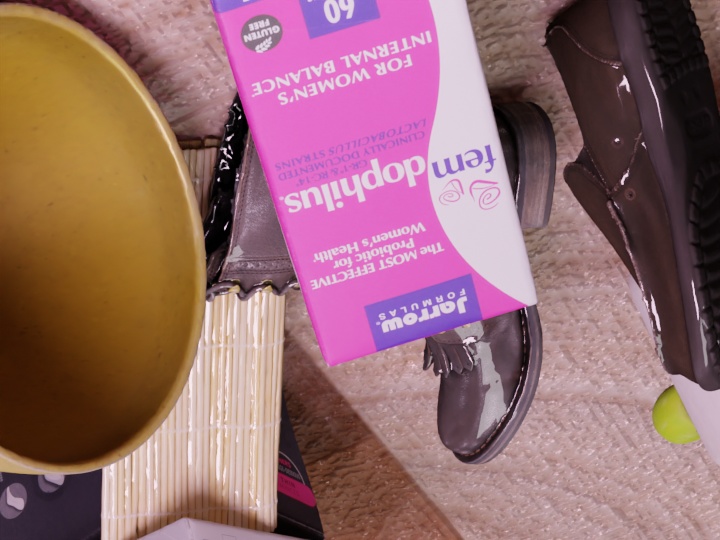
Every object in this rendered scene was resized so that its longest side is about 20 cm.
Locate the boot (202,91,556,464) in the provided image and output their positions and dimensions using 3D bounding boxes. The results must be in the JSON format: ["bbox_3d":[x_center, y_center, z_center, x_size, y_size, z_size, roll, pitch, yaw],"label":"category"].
[{"bbox_3d":[0.000,0.000,1.354,0.174,0.069,0.200,-2,105,-26],"label":"boot"}]

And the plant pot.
[{"bbox_3d":[-0.185,-0.004,1.228,0.142,0.200,0.200,-11,155,37],"label":"plant pot"}]

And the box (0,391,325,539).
[{"bbox_3d":[-0.139,0.130,1.486,0.200,0.106,0.122,-34,143,23],"label":"box"}]

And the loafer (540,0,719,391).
[{"bbox_3d":[0.136,-0.040,1.324,0.071,0.200,0.073,-12,180,38],"label":"loafer"}]

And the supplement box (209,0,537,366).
[{"bbox_3d":[0.001,-0.074,1.209,0.101,0.103,0.200,-18,128,-1],"label":"supplement box"}]

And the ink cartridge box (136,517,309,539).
[{"bbox_3d":[-0.063,0.175,1.429,0.109,0.050,0.200,-27,156,28],"label":"ink cartridge box"}]

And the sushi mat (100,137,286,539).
[{"bbox_3d":[-0.078,0.035,1.356,0.096,0.012,0.200,-5,107,-25],"label":"sushi mat"}]

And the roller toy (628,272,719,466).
[{"bbox_3d":[0.236,0.005,1.419,0.200,0.140,0.182,-25,175,-11],"label":"roller toy"}]
